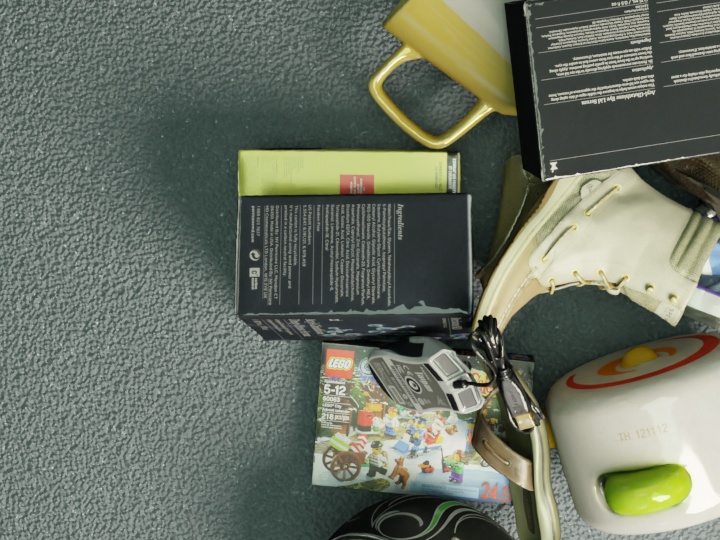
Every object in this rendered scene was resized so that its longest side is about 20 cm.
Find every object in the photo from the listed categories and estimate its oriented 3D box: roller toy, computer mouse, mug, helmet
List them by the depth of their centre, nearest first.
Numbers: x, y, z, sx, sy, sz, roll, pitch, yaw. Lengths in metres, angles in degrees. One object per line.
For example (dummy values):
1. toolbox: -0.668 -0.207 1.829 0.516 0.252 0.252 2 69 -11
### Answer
1. computer mouse: 0.076 0.084 1.139 0.044 0.200 0.110 -43 112 -26
2. roller toy: 0.258 0.133 1.152 0.182 0.200 0.141 -19 95 -15
3. mug: 0.112 -0.207 1.163 0.153 0.150 0.186 43 131 -9
4. helmet: 0.062 0.295 1.182 0.199 0.190 0.201 -1 88 36

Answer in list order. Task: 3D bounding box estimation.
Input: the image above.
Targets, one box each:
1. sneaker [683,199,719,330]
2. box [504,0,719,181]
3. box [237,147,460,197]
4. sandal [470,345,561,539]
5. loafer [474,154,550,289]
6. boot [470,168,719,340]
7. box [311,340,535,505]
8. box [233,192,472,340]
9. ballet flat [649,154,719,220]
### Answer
1. sneaker: 0.294 -0.043 1.191 0.199 0.081 0.147 25 84 10
2. box: 0.225 -0.158 1.058 0.199 0.079 0.142 -9 100 -4
3. box: -0.008 -0.086 1.205 0.199 0.075 0.050 2 96 4
4. sandal: 0.131 0.164 1.171 0.057 0.080 0.202 -14 99 -12
5. loafer: 0.153 -0.070 1.197 0.067 0.076 0.201 30 89 3
6. boot: 0.199 0.006 1.118 0.154 0.072 0.200 34 85 6
7. box: 0.058 0.140 1.240 0.199 0.038 0.138 5 97 4
8. box: 0.000 0.000 1.164 0.199 0.148 0.108 -1 79 5
9. ballet flat: 0.285 -0.098 1.139 0.046 0.200 0.067 -40 134 0
